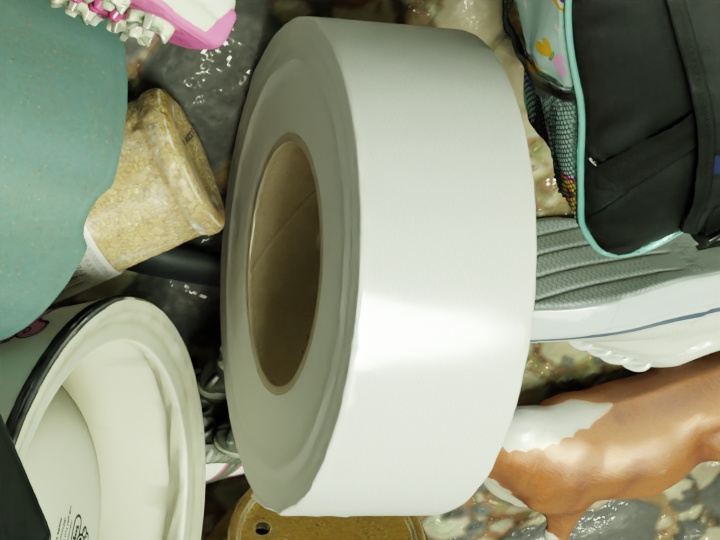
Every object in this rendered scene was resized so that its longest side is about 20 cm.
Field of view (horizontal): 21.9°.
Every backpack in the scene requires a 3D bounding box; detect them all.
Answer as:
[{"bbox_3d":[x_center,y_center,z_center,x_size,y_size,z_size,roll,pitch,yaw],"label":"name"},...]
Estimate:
[{"bbox_3d":[0.135,-0.126,0.708,0.176,0.153,0.200,-19,148,0],"label":"backpack"}]

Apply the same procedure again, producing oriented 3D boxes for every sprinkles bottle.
[{"bbox_3d":[-0.159,-0.008,0.789,0.200,0.068,0.068,-24,134,5],"label":"sprinkles bottle"}]

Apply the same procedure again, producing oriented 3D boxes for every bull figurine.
[{"bbox_3d":[0.127,0.097,0.978,0.200,0.065,0.121,-12,138,-3],"label":"bull figurine"}]

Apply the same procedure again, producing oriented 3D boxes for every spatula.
[{"bbox_3d":[-0.037,0.014,0.878,0.200,0.021,0.057,19,138,-28],"label":"spatula"}]

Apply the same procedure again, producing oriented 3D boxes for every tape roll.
[{"bbox_3d":[0.000,0.000,0.753,0.071,0.202,0.202,2,131,-19],"label":"tape roll"}]

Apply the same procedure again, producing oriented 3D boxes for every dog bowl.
[{"bbox_3d":[-0.134,0.106,0.751,0.074,0.200,0.200,5,137,17],"label":"dog bowl"}]

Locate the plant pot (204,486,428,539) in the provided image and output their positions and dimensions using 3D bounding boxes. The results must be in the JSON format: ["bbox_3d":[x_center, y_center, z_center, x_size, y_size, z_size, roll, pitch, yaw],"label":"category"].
[{"bbox_3d":[-0.025,0.191,0.918,0.186,0.186,0.200,-4,138,-14],"label":"plant pot"}]

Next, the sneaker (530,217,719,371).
[{"bbox_3d":[0.130,0.018,0.898,0.200,0.073,0.071,-4,129,-13],"label":"sneaker"}]

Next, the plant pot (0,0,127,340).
[{"bbox_3d":[-0.202,-0.063,0.652,0.196,0.200,0.200,17,125,-38],"label":"plant pot"}]

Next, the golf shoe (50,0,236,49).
[{"bbox_3d":[-0.109,-0.148,0.592,0.200,0.075,0.092,36,78,-27],"label":"golf shoe"}]

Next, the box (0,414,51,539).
[{"bbox_3d":[-0.213,0.075,0.566,0.200,0.086,0.164,0,143,7],"label":"box"}]

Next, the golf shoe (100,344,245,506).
[{"bbox_3d":[-0.093,0.080,0.887,0.200,0.077,0.088,-9,157,6],"label":"golf shoe"}]
